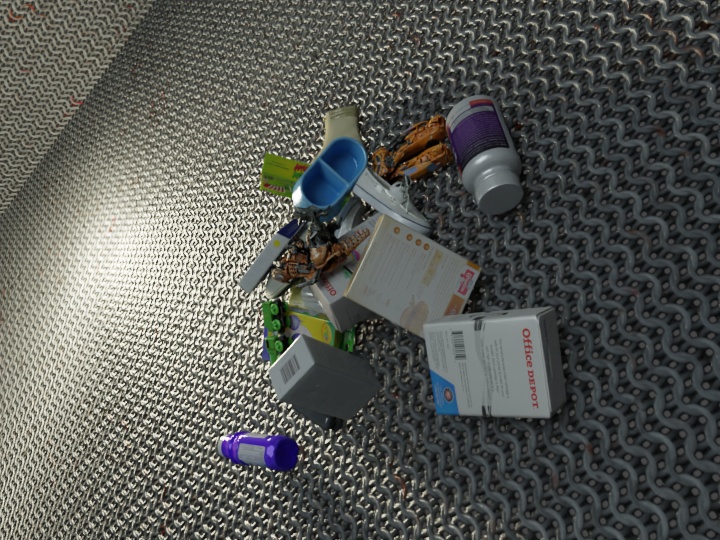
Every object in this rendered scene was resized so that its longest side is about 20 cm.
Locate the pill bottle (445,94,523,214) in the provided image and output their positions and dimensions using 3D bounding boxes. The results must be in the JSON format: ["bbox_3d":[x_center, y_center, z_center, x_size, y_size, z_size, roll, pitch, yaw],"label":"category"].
[{"bbox_3d":[0.227,-0.207,1.112,0.110,0.110,0.205,-30,53,28],"label":"pill bottle"}]

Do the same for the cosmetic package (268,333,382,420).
[{"bbox_3d":[-0.062,0.199,1.122,0.101,0.198,0.072,-45,47,14],"label":"cosmetic package"}]

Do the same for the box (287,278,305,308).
[{"bbox_3d":[-0.120,0.078,1.339,0.074,0.050,0.206,1,71,41],"label":"box"}]

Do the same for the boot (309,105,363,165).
[{"bbox_3d":[-0.077,-0.288,1.453,0.197,0.072,0.160,-27,55,29],"label":"boot"}]

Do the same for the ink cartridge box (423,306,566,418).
[{"bbox_3d":[0.207,0.142,0.952,0.196,0.083,0.151,-7,92,38],"label":"ink cartridge box"}]

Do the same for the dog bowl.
[{"bbox_3d":[-0.058,-0.196,1.279,0.201,0.111,0.050,-51,-1,-20],"label":"dog bowl"}]

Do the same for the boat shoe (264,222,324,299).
[{"bbox_3d":[-0.132,-0.017,1.314,0.075,0.061,0.203,41,101,40],"label":"boat shoe"}]

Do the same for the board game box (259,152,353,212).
[{"bbox_3d":[-0.120,-0.190,1.344,0.102,0.194,0.049,129,155,-72],"label":"board game box"}]

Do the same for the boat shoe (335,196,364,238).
[{"bbox_3d":[-0.024,-0.055,1.309,0.064,0.073,0.206,17,85,27],"label":"boat shoe"}]

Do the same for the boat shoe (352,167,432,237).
[{"bbox_3d":[0.076,-0.149,1.225,0.201,0.074,0.088,38,107,31],"label":"boat shoe"}]

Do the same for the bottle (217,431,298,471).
[{"bbox_3d":[-0.218,0.370,1.267,0.196,0.083,0.067,-7,66,39],"label":"bottle"}]

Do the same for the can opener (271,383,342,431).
[{"bbox_3d":[-0.108,0.254,1.241,0.197,0.053,0.069,20,89,44],"label":"can opener"}]

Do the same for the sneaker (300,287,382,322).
[{"bbox_3d":[-0.030,0.085,1.249,0.194,0.075,0.091,9,113,28],"label":"sneaker"}]

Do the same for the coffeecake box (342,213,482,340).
[{"bbox_3d":[0.089,0.020,1.072,0.157,0.196,0.073,-63,5,-3],"label":"coffeecake box"}]

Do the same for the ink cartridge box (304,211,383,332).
[{"bbox_3d":[0.000,0.000,1.183,0.197,0.085,0.145,-32,45,-11],"label":"ink cartridge box"}]

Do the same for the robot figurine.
[{"bbox_3d":[0.098,-0.236,1.280,0.196,0.058,0.149,-24,55,32],"label":"robot figurine"}]

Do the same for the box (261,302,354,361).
[{"bbox_3d":[-0.105,0.143,1.235,0.194,0.048,0.122,11,101,24],"label":"box"}]

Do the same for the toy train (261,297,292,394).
[{"bbox_3d":[-0.162,0.157,1.220,0.055,0.041,0.207,-3,95,38],"label":"toy train"}]

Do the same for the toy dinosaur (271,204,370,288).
[{"bbox_3d":[-0.074,-0.037,1.135,0.193,0.103,0.140,-6,60,3],"label":"toy dinosaur"}]

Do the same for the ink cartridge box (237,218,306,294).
[{"bbox_3d":[-0.183,-0.057,1.384,0.202,0.047,0.198,-52,4,14],"label":"ink cartridge box"}]
